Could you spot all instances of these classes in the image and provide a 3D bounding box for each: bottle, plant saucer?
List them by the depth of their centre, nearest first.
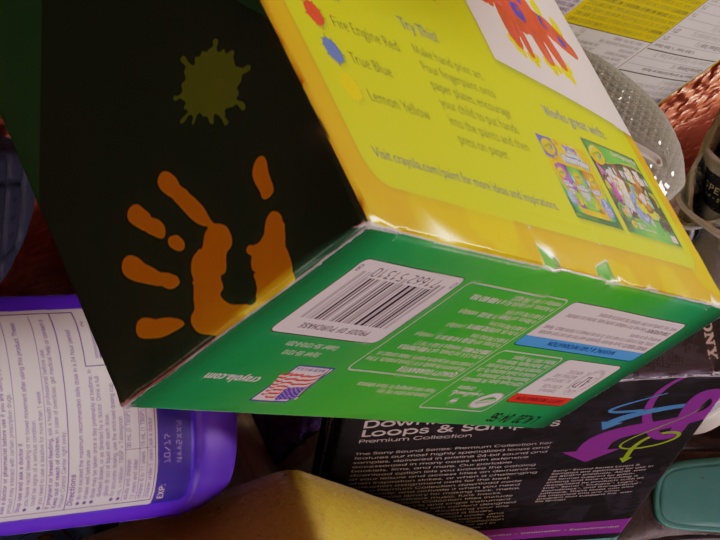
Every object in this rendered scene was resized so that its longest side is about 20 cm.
[{"bbox_3d":[-0.138,0.051,0.612,0.199,0.084,0.065,-2,174,-38],"label":"bottle"},{"bbox_3d":[-0.041,0.135,0.737,0.199,0.049,0.200,-21,153,28],"label":"plant saucer"}]

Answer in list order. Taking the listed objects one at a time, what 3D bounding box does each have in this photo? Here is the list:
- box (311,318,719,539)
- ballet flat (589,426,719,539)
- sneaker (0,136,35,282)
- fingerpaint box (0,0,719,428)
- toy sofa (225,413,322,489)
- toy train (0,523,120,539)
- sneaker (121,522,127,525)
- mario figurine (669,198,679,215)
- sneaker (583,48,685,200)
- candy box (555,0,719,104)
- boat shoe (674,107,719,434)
[{"bbox_3d":[0.055,0.068,0.718,0.142,0.036,0.200,-3,156,-8],"label":"box"},{"bbox_3d":[0.126,0.100,0.872,0.198,0.074,0.073,3,153,-14],"label":"ballet flat"},{"bbox_3d":[-0.182,-0.001,0.533,0.200,0.082,0.074,-30,143,-43],"label":"sneaker"},{"bbox_3d":[-0.008,-0.050,0.455,0.073,0.168,0.200,-35,159,23],"label":"fingerpaint box"},{"bbox_3d":[-0.006,0.062,0.858,0.097,0.083,0.199,-40,157,32],"label":"toy sofa"},{"bbox_3d":[-0.162,0.099,0.753,0.114,0.087,0.200,-26,152,-4],"label":"toy train"},{"bbox_3d":[-0.084,0.127,0.927,0.202,0.077,0.146,12,128,-45],"label":"sneaker"},{"bbox_3d":[0.123,0.013,0.836,0.199,0.124,0.106,0,178,-22],"label":"mario figurine"},{"bbox_3d":[0.015,-0.032,0.613,0.199,0.071,0.080,-4,155,-22],"label":"sneaker"},{"bbox_3d":[0.088,-0.102,0.643,0.102,0.027,0.199,-34,159,33],"label":"candy box"},{"bbox_3d":[0.161,-0.031,0.755,0.071,0.070,0.202,33,82,-52],"label":"boat shoe"}]
